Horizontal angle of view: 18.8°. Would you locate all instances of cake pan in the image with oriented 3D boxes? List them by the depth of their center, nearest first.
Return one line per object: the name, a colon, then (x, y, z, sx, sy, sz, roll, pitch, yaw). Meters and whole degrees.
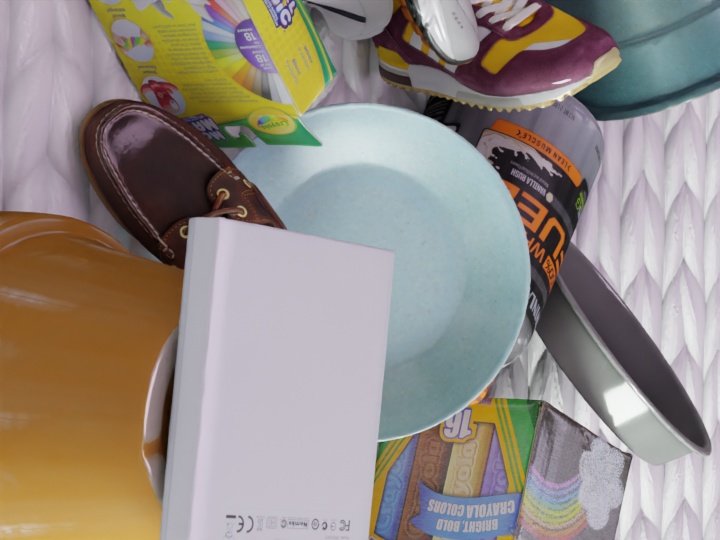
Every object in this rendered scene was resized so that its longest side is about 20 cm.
cake pan: (0.168, 0.054, 1.497, 0.200, 0.037, 0.200, 49, 13, -15)

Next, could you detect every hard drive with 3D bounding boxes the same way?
hard drive: (-0.040, 0.082, 1.042, 0.132, 0.027, 0.200, 10, 84, -50)

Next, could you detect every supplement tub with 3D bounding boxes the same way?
supplement tub: (0.070, -0.021, 1.392, 0.123, 0.122, 0.200, 47, 56, -41)

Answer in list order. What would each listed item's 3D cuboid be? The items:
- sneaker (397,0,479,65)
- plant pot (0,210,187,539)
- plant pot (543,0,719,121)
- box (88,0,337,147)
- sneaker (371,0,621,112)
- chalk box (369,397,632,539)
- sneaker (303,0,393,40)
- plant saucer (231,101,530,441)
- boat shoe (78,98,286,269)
sneaker: (0.054, -0.221, 1.262, 0.092, 0.076, 0.200, -15, 104, -5)
plant pot: (-0.130, 0.070, 1.098, 0.200, 0.183, 0.200, -2, 93, -51)
plant pot: (0.192, -0.239, 1.496, 0.200, 0.200, 0.196, -47, 118, -39)
box: (-0.093, -0.153, 1.190, 0.048, 0.117, 0.200, -50, 128, -37)
sneaker: (0.071, -0.155, 1.331, 0.075, 0.200, 0.090, -33, 118, -34)
chalk box: (0.078, 0.192, 1.411, 0.124, 0.124, 0.200, 32, 67, -48)
sneaker: (-0.054, -0.185, 1.281, 0.199, 0.129, 0.080, 85, -14, -72)
plant saucer: (0.000, 0.000, 1.287, 0.039, 0.201, 0.201, -65, 152, -83)
boat shoe: (-0.075, -0.018, 1.212, 0.070, 0.070, 0.200, -47, 107, -10)
